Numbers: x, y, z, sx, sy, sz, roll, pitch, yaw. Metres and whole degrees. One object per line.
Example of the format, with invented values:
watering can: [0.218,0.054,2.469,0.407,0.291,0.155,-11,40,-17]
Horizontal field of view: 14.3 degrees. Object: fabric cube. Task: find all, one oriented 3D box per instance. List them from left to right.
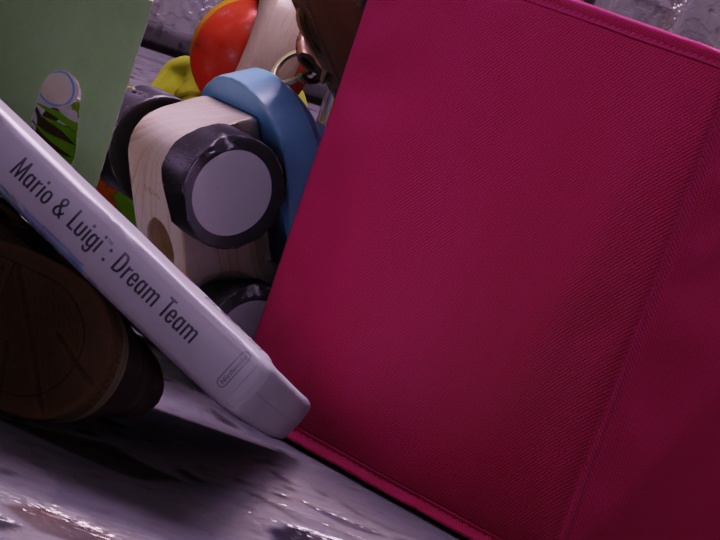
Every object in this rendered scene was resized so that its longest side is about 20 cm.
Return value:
fabric cube: [0.104,0.005,1.138,0.199,0.201,0.196,12,8,-45]

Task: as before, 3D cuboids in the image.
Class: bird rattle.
bird rattle: [-0.073,-0.089,1.483,0.112,0.164,0.200,23,13,-7]

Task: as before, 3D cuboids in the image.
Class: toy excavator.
toy excavator: [0.000,0.000,1.244,0.199,0.196,0.100,-15,21,-24]

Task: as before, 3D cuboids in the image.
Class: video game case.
video game case: [-0.094,-0.014,1.008,0.182,0.024,0.200,44,-2,6]

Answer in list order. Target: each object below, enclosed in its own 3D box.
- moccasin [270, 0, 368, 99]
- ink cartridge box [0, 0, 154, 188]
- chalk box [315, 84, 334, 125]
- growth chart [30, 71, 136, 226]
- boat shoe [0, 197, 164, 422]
moccasin: [0.004,-0.099,1.233,0.078,0.074,0.201,32,-11,26]
ink cartridge box: [-0.194,-0.074,1.159,0.199,0.146,0.048,22,9,27]
chalk box: [0.031,-0.044,1.484,0.124,0.124,0.200,18,21,-3]
growth chart: [-0.158,-0.056,1.318,0.199,0.018,0.145,23,-33,11]
boat shoe: [-0.152,-0.001,1.039,0.199,0.072,0.072,27,2,27]
